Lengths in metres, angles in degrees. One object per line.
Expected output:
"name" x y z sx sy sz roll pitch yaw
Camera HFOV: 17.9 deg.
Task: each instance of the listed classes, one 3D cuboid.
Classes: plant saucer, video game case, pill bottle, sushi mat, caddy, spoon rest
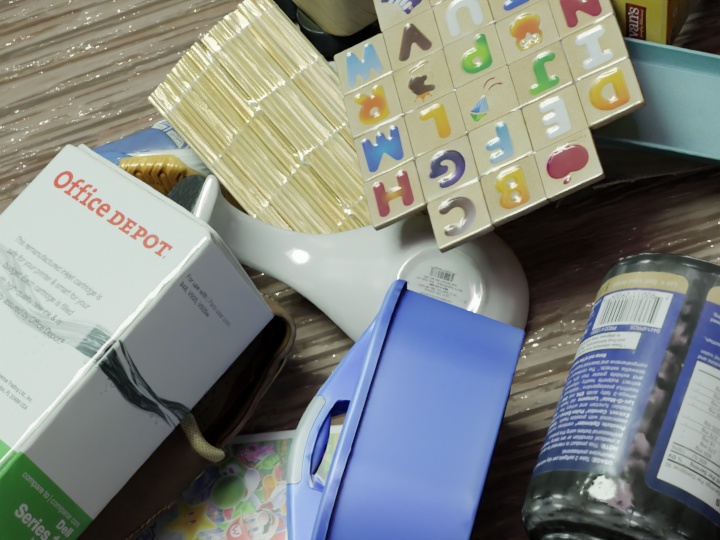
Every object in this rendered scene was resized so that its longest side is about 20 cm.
"plant saucer" 0.203 -0.087 1.278 0.199 0.019 0.070 11 61 -2
"video game case" -0.080 0.160 1.289 0.199 0.018 0.144 -7 58 19
"pill bottle" 0.148 0.100 1.172 0.111 0.112 0.201 10 64 28
"sushi mat" -0.030 -0.064 1.347 0.096 0.012 0.200 -42 81 6
"caddy" 0.015 0.103 1.195 0.105 0.142 0.201 16 60 4
"spoon rest" 0.000 0.000 1.307 0.199 0.061 0.100 20 80 0

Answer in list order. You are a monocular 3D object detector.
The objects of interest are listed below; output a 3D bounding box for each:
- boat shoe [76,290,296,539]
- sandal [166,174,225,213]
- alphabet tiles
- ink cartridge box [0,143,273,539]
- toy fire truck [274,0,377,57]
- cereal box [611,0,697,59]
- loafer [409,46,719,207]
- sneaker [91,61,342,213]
"boat shoe" -0.110 0.090 1.277 0.203 0.075 0.075 -55 29 -15
"sandal" -0.128 0.040 1.343 0.201 0.048 0.075 -59 24 -4
"alphabet tiles" 0.069 -0.108 1.286 0.166 0.006 0.201 -24 51 14
"ink cartridge box" -0.167 0.046 1.247 0.200 0.083 0.146 -48 46 -10
"toy fire truck" 0.004 -0.266 1.471 0.200 0.129 0.176 -33 51 -15
"cereal box" 0.196 -0.239 1.315 0.039 0.144 0.200 16 50 21
"loafer" 0.128 -0.080 1.325 0.199 0.070 0.075 -3 59 2
"sneaker" -0.089 -0.075 1.418 0.199 0.075 0.088 -9 48 7
